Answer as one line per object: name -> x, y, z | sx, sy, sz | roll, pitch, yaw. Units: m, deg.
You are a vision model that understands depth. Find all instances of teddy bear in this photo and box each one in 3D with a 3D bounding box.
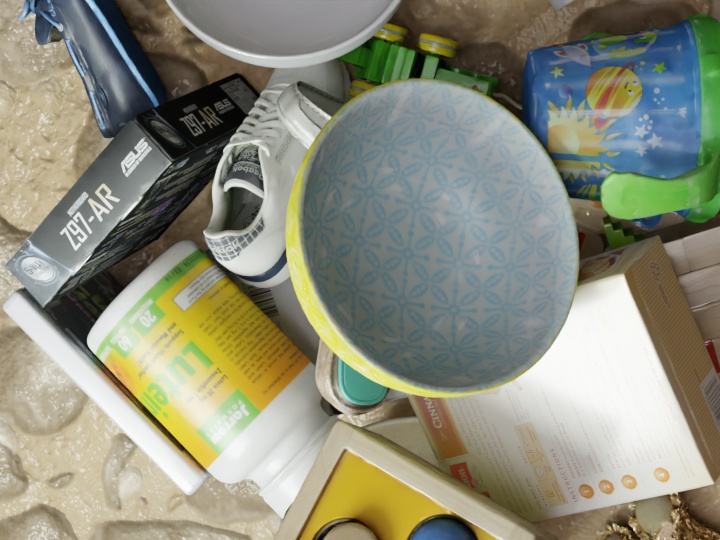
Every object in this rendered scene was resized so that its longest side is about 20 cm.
teddy bear -> 0.271, 0.254, 1.222 | 0.198, 0.067, 0.146 | 26, 103, 17

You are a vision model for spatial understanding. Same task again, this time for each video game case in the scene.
video game case -> -0.176, 0.079, 1.248 | 0.200, 0.182, 0.023 | 45, 101, 2

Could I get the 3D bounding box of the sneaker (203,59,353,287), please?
sneaker -> -0.061, -0.091, 1.175 | 0.076, 0.080, 0.202 | 2, 67, 31

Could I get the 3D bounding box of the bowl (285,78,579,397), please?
bowl -> 0.032, -0.011, 1.018 | 0.201, 0.200, 0.108 | 54, 153, -3

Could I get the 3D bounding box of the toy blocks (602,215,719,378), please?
toy blocks -> 0.267, 0.038, 1.132 | 0.135, 0.100, 0.202 | -16, 100, 10

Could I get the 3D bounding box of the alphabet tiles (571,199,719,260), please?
alphabet tiles -> 0.191, 0.026, 1.202 | 0.198, 0.015, 0.198 | 23, 112, 11

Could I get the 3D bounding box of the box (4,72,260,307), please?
box -> -0.162, -0.065, 1.192 | 0.044, 0.200, 0.160 | 46, 115, 1

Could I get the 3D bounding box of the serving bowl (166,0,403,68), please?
serving bowl -> -0.053, -0.235, 1.151 | 0.197, 0.066, 0.203 | 0, 75, 2

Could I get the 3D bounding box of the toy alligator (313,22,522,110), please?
toy alligator -> 0.060, -0.142, 1.179 | 0.198, 0.054, 0.060 | 16, 96, 4

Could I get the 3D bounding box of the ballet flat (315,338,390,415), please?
ballet flat -> 0.000, 0.000, 1.105 | 0.067, 0.067, 0.203 | 14, 81, -16

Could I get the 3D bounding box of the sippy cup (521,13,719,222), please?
sippy cup -> 0.175, -0.102, 1.070 | 0.129, 0.178, 0.142 | -1, 89, 2

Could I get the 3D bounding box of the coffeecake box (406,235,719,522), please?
coffeecake box -> 0.139, 0.084, 1.092 | 0.199, 0.073, 0.155 | -19, 101, 36

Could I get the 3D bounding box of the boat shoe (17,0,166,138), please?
boat shoe -> -0.230, -0.195, 1.239 | 0.068, 0.084, 0.201 | -29, 92, 12

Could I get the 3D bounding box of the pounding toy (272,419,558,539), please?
pounding toy -> -0.005, 0.210, 1.055 | 0.199, 0.142, 0.186 | 28, 88, 19

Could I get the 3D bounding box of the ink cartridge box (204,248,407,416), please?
ink cartridge box -> -0.022, 0.032, 1.235 | 0.198, 0.086, 0.148 | -17, 100, 20

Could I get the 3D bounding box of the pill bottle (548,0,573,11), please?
pill bottle -> 0.120, -0.289, 1.081 | 0.116, 0.116, 0.201 | -32, 94, 23

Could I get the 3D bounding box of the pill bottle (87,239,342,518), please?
pill bottle -> -0.097, 0.085, 1.169 | 0.200, 0.111, 0.111 | 45, 114, 2

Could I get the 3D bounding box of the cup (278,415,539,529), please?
cup -> 0.045, 0.236, 1.232 | 0.198, 0.201, 0.144 | 5, 135, 17

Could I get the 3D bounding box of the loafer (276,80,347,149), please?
loafer -> 0.033, -0.090, 1.147 | 0.198, 0.070, 0.070 | 26, 116, -17
